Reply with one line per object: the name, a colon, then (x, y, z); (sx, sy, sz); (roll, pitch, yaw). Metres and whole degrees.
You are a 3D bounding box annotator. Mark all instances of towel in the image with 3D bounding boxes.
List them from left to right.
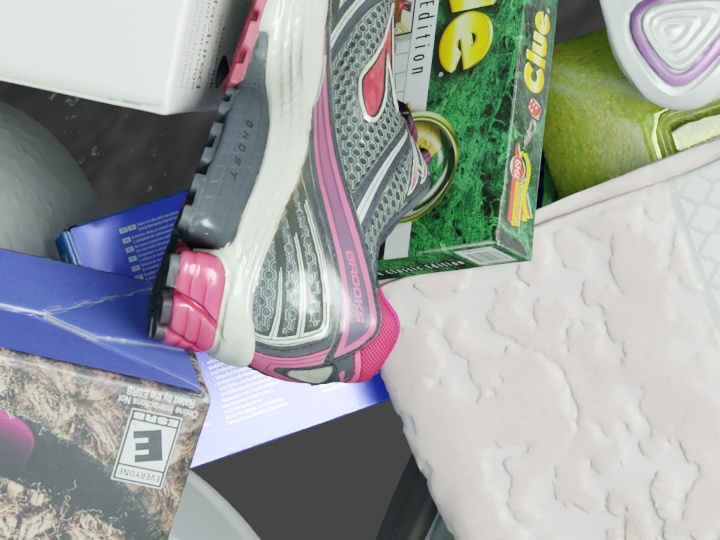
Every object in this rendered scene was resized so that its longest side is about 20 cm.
towel: (0.107, 0.067, 0.874); (0.191, 0.032, 0.200); (-24, 86, 33)

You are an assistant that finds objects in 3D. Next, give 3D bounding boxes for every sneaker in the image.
sneaker: (-0.009, -0.050, 0.871); (0.075, 0.081, 0.200); (19, 61, -5)
sneaker: (0.126, -0.132, 0.911); (0.075, 0.100, 0.200); (6, 62, 13)

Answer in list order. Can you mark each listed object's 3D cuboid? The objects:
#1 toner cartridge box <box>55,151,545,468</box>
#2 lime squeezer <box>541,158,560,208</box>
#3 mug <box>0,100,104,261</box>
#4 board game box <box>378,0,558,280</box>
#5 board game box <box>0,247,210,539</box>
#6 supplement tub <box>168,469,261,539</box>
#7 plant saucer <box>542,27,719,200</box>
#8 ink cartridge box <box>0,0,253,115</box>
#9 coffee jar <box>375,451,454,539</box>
toner cartridge box: (0.000, 0.000, 0.972); (0.200, 0.043, 0.095); (-18, 89, -11)
lime squeezer: (0.092, -0.017, 0.945); (0.071, 0.038, 0.200); (39, 89, 0)
mug: (-0.187, -0.019, 0.975); (0.147, 0.175, 0.200); (-11, 92, 11)
board game box: (0.022, -0.094, 0.925); (0.105, 0.023, 0.200); (-8, 67, 37)
board game box: (-0.155, 0.094, 0.856); (0.159, 0.097, 0.200); (13, 107, -16)
supplement tub: (-0.129, 0.161, 1.004); (0.123, 0.123, 0.200); (41, 99, 6)
plant saucer: (0.177, -0.008, 0.902); (0.200, 0.048, 0.200); (-18, 90, 1)
ink cartridge box: (-0.069, -0.132, 0.934); (0.084, 0.200, 0.145); (12, 96, 7)
coffee jar: (0.104, 0.119, 0.975); (0.200, 0.085, 0.104); (25, 98, 8)
